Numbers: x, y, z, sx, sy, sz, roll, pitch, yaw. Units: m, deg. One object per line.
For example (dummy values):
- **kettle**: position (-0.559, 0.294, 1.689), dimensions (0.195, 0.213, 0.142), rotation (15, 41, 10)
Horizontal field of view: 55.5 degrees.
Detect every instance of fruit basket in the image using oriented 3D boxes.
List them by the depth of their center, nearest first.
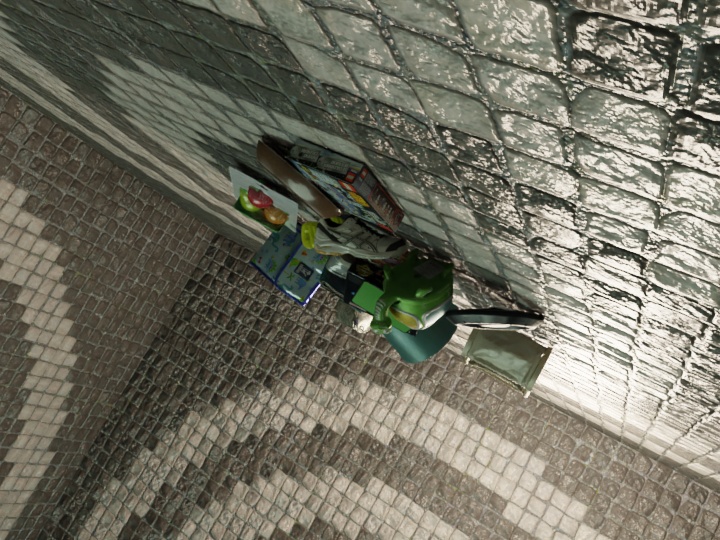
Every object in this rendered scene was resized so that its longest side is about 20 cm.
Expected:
- **fruit basket**: position (-0.230, -0.175, 1.663), dimensions (0.185, 0.094, 0.200), rotation (29, 158, 3)

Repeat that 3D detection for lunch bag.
- **lunch bag**: position (-0.178, -0.024, 1.904), dimensions (0.200, 0.170, 0.127), rotation (41, -170, 18)
- **lunch bag**: position (-0.006, 0.164, 2.828), dimensions (0.139, 0.168, 0.200), rotation (32, 172, -27)

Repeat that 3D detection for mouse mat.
- **mouse mat**: position (0.060, 0.086, 1.563), dimensions (0.161, 0.008, 0.200), rotation (31, 162, 0)

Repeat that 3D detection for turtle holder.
- **turtle holder**: position (0.112, 0.059, 1.389), dimensions (0.141, 0.186, 0.132), rotation (10, 130, 20)

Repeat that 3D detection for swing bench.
- **swing bench**: position (0.381, 0.225, 1.799), dimensions (0.199, 0.130, 0.200), rotation (28, 173, 17)

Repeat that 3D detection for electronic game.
- **electronic game**: position (0.275, 0.097, 1.409), dimensions (0.199, 0.042, 0.200), rotation (4, 172, 1)

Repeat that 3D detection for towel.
- **towel**: position (-0.028, 0.011, 1.822), dimensions (0.147, 0.022, 0.200), rotation (34, -144, -11)

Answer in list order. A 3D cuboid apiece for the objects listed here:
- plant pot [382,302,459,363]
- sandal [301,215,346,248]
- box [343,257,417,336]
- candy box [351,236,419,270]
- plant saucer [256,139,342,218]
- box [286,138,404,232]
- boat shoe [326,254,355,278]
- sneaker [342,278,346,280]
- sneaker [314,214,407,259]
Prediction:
- **plant pot**: position (0.131, 0.114, 1.776), dimensions (0.161, 0.201, 0.200), rotation (44, 168, -22)
- **sandal**: position (-0.056, -0.092, 1.573), dimensions (0.087, 0.080, 0.200), rotation (-11, -170, -33)
- **box**: position (0.060, 0.065, 1.616), dimensions (0.200, 0.046, 0.159), rotation (26, 151, 9)
- **candy box**: position (0.046, -0.036, 1.567), dimensions (0.117, 0.057, 0.200), rotation (32, 172, -25)
- **plant saucer**: position (-0.118, -0.157, 1.238), dimensions (0.200, 0.035, 0.200), rotation (42, -179, -1)
- **box**: position (-0.021, -0.137, 1.136), dimensions (0.137, 0.040, 0.200), rotation (25, 173, 29)
- **boat shoe**: position (0.000, 0.001, 1.703), dimensions (0.201, 0.071, 0.070), rotation (21, -138, -37)
- **sneaker**: position (-0.025, -0.025, 1.744), dimensions (0.069, 0.100, 0.200), rotation (20, 170, 43)
- **sneaker**: position (-0.001, -0.073, 1.419), dimensions (0.199, 0.088, 0.076), rotation (5, -171, 12)
